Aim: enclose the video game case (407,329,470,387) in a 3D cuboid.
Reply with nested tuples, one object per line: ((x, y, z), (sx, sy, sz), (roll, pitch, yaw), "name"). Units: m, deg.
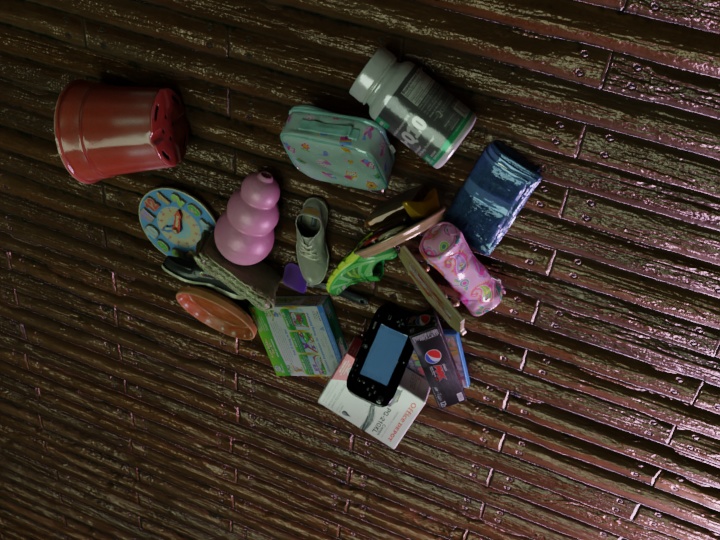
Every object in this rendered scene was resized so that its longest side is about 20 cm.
((0.126, 0.184, 1.790), (0.197, 0.018, 0.145), (0, 125, 26), "video game case")

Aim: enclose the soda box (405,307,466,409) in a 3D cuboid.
((0.154, 0.179, 1.699), (0.062, 0.071, 0.202), (-18, 120, 7), "soda box")

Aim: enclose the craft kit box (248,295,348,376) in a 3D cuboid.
((-0.131, 0.149, 1.876), (0.195, 0.049, 0.202), (-3, 122, 25), "craft kit box")

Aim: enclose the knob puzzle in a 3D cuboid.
((0.143, 0.037, 1.600), (0.030, 0.220, 0.221), (-38, 107, -4), "knob puzzle")

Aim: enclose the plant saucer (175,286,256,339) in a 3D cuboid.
((-0.321, 0.092, 1.890), (0.198, 0.033, 0.201), (23, 158, 10), "plant saucer")

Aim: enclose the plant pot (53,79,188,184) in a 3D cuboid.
((-0.452, -0.274, 1.633), (0.192, 0.202, 0.203), (0, 125, 16), "plant pot")

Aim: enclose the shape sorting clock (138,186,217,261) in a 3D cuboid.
((-0.395, -0.093, 1.828), (0.197, 0.039, 0.202), (14, 129, 17), "shape sorting clock")

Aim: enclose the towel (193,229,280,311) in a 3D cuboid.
((-0.256, -0.004, 1.749), (0.199, 0.149, 0.037), (35, 113, -14), "towel")

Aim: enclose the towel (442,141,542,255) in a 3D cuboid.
((0.229, -0.125, 1.488), (0.111, 0.049, 0.201), (31, 132, 3), "towel")

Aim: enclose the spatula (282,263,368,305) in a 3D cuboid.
((-0.074, 0.035, 1.775), (0.197, 0.021, 0.057), (17, 114, 11), "spatula")

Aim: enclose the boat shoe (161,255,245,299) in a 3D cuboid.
((-0.334, 0.002, 1.837), (0.198, 0.074, 0.064), (18, 110, 0), "boat shoe")

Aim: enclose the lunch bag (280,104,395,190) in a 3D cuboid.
((-0.036, -0.219, 1.491), (0.197, 0.078, 0.161), (13, 159, 20), "lunch bag")

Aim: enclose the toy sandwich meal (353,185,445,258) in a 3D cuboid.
((0.064, -0.091, 1.500), (0.203, 0.205, 0.071), (-23, 96, 37), "toy sandwich meal")

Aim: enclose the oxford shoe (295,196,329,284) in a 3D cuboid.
((-0.101, -0.052, 1.696), (0.074, 0.058, 0.202), (14, 128, 12), "oxford shoe")

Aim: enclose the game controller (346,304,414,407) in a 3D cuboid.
((0.048, 0.174, 1.723), (0.103, 0.202, 0.042), (24, 171, -1), "game controller")

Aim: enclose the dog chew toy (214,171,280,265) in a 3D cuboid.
((-0.218, -0.110, 1.680), (0.123, 0.125, 0.202), (28, 123, 4), "dog chew toy")

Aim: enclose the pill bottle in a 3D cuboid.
((0.086, -0.274, 1.404), (0.199, 0.113, 0.113), (37, 132, -3), "pill bottle")

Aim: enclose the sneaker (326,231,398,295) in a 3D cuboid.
((0.000, 0.000, 1.678), (0.084, 0.074, 0.200), (44, 131, -5), "sneaker")

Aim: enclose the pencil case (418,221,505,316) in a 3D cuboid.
((0.189, -0.001, 1.539), (0.086, 0.088, 0.200), (-15, 136, 34), "pencil case")

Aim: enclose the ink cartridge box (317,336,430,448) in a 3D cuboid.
((0.032, 0.263, 1.803), (0.198, 0.084, 0.146), (31, 115, 0), "ink cartridge box")
